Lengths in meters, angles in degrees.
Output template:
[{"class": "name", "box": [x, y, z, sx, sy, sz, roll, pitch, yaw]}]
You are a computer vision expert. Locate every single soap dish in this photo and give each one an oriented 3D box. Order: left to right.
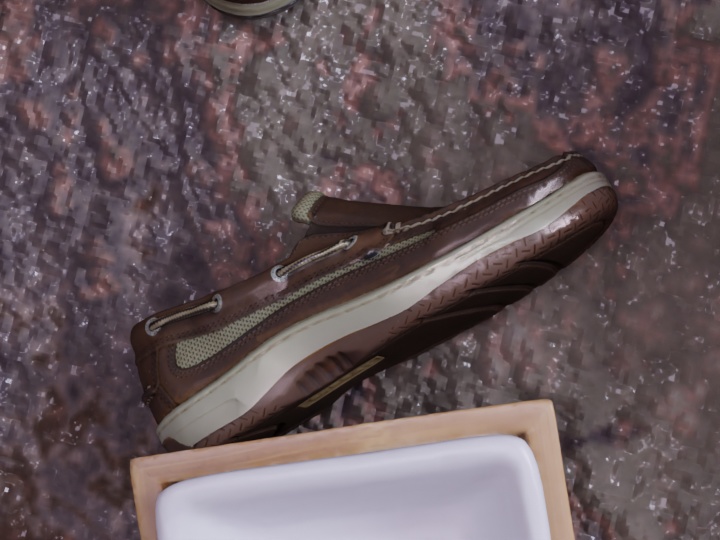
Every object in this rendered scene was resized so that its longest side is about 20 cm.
[{"class": "soap dish", "box": [0.009, 0.153, 0.798, 0.156, 0.081, 0.201, -9, 96, 7]}]

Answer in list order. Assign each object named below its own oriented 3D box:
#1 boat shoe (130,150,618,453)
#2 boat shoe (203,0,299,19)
[{"class": "boat shoe", "box": [-0.001, -0.001, 0.832, 0.202, 0.075, 0.075, -30, 76, 4]}, {"class": "boat shoe", "box": [-0.054, -0.204, 0.854, 0.075, 0.074, 0.201, -13, 84, 6]}]
